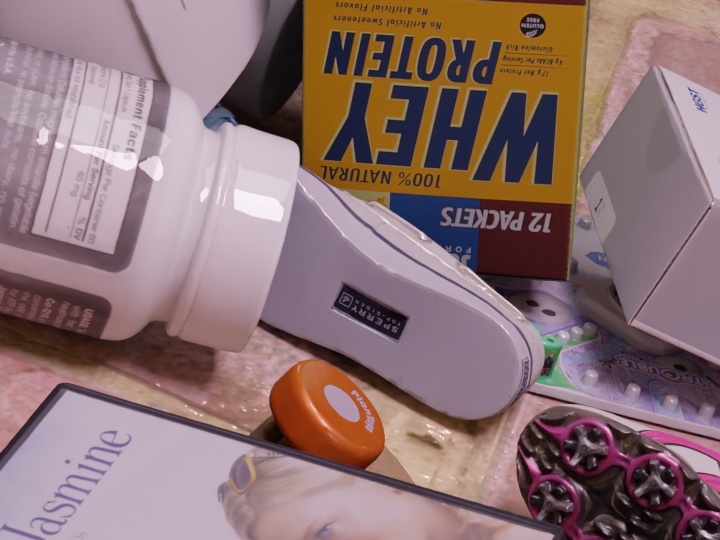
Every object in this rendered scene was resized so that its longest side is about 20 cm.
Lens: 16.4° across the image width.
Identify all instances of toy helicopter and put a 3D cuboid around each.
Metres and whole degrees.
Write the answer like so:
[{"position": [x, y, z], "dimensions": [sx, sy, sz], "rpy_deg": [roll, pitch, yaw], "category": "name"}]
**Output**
[{"position": [0.018, 0.134, 0.931], "dimensions": [0.132, 0.079, 0.200], "rpy_deg": [22, 33, -47], "category": "toy helicopter"}]

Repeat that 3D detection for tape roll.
[{"position": [-0.155, -0.163, 1.183], "dimensions": [0.202, 0.139, 0.203], "rpy_deg": [-8, 52, 10], "category": "tape roll"}]

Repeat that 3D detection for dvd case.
[{"position": [-0.047, 0.108, 0.839], "dimensions": [0.200, 0.018, 0.143], "rpy_deg": [15, 39, 18], "category": "dvd case"}]

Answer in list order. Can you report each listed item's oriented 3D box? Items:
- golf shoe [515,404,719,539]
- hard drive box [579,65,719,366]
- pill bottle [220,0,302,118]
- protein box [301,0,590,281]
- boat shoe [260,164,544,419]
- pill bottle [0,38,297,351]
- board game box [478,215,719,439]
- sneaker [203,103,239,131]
[{"position": [0.155, 0.118, 1.055], "dimensions": [0.200, 0.073, 0.092], "rpy_deg": [33, 21, 3], "category": "golf shoe"}, {"position": [0.222, -0.002, 1.241], "dimensions": [0.200, 0.077, 0.156], "rpy_deg": [25, 24, -16], "category": "hard drive box"}, {"position": [-0.119, -0.165, 1.345], "dimensions": [0.200, 0.114, 0.114], "rpy_deg": [25, 27, 10], "category": "pill bottle"}, {"position": [0.048, -0.130, 1.259], "dimensions": [0.135, 0.199, 0.200], "rpy_deg": [4, 29, 5], "category": "protein box"}, {"position": [0.000, 0.000, 1.173], "dimensions": [0.200, 0.071, 0.070], "rpy_deg": [30, 17, 15], "category": "boat shoe"}, {"position": [-0.135, -0.036, 1.072], "dimensions": [0.200, 0.114, 0.114], "rpy_deg": [16, 27, -10], "category": "pill bottle"}, {"position": [0.147, 0.017, 1.284], "dimensions": [0.200, 0.026, 0.200], "rpy_deg": [15, 27, -11], "category": "board game box"}, {"position": [-0.107, -0.090, 1.247], "dimensions": [0.200, 0.082, 0.074], "rpy_deg": [31, 29, 21], "category": "sneaker"}]
